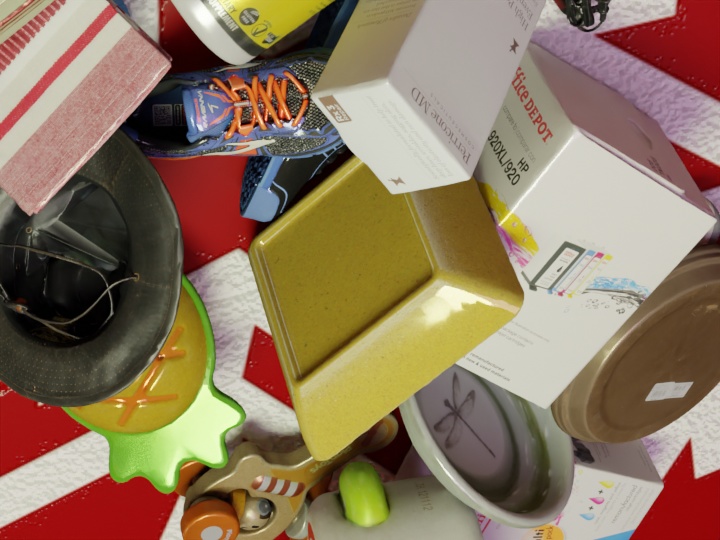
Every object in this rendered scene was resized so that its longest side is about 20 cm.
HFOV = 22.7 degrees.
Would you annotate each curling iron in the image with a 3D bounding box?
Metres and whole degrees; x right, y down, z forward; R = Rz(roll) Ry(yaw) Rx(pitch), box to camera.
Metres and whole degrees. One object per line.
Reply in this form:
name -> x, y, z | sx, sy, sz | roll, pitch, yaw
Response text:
curling iron -> 0.118, -0.244, 1.246 | 0.049, 0.026, 0.200 | -10, 133, 41

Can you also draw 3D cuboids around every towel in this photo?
towel -> -0.239, -0.154, 1.170 | 0.200, 0.023, 0.144 | 45, 102, -4

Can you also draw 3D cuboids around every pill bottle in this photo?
pill bottle -> -0.034, -0.233, 1.166 | 0.200, 0.113, 0.112 | -35, 125, 11

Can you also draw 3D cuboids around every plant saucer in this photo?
plant saucer -> 0.000, 0.000, 1.266 | 0.200, 0.200, 0.048 | -39, 139, 23
plant saucer -> 0.085, 0.114, 1.394 | 0.200, 0.201, 0.050 | 33, 130, -30
plant saucer -> 0.238, 0.065, 1.411 | 0.200, 0.029, 0.201 | -25, 142, -21

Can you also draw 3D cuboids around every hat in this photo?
hat -> -0.192, -0.010, 1.240 | 0.200, 0.081, 0.202 | 1, 94, 20

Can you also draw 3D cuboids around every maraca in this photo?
maraca -> -0.168, 0.069, 1.329 | 0.137, 0.107, 0.201 | -26, 100, 11

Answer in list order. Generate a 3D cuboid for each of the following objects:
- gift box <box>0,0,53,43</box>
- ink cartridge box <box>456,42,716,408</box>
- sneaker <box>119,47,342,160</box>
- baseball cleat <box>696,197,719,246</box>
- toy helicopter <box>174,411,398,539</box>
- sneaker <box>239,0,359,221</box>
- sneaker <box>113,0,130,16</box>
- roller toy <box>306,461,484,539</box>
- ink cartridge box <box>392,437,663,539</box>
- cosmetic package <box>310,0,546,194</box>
gift box -> -0.244, -0.236, 1.051 | 0.186, 0.185, 0.200 | -34, 102, 13
ink cartridge box -> 0.128, -0.036, 1.321 | 0.144, 0.147, 0.200 | 28, 114, -28
sneaker -> -0.087, -0.106, 1.215 | 0.199, 0.078, 0.076 | -9, 93, 20
baseball cleat -> 0.241, 0.025, 1.452 | 0.106, 0.070, 0.200 | 12, 124, -40
toy helicopter -> -0.051, 0.174, 1.468 | 0.200, 0.079, 0.132 | -33, 130, 10
sneaker -> -0.018, -0.111, 1.281 | 0.078, 0.070, 0.200 | 21, 117, -19
sneaker -> -0.250, -0.143, 1.217 | 0.199, 0.066, 0.079 | -17, 99, 6
roller toy -> 0.039, 0.258, 1.413 | 0.139, 0.183, 0.200 | -9, 150, -6
ink cartridge box -> 0.140, 0.185, 1.525 | 0.199, 0.068, 0.115 | 14, 120, -22
cosmetic package -> 0.054, -0.160, 1.188 | 0.074, 0.201, 0.102 | -8, 138, 41
